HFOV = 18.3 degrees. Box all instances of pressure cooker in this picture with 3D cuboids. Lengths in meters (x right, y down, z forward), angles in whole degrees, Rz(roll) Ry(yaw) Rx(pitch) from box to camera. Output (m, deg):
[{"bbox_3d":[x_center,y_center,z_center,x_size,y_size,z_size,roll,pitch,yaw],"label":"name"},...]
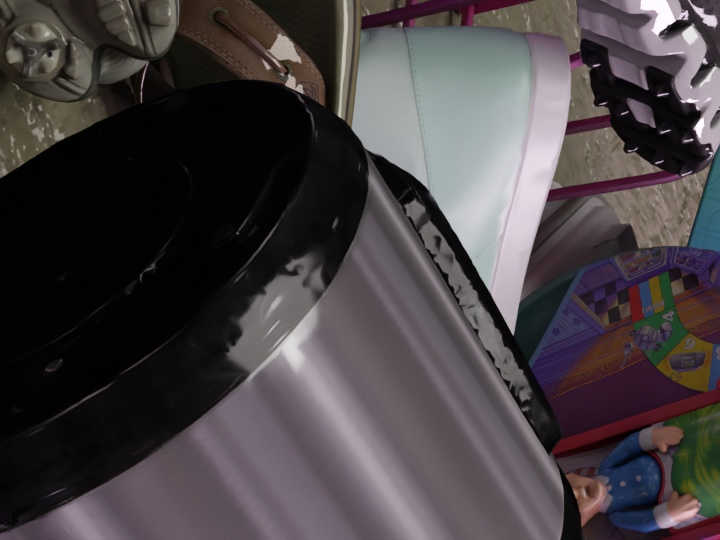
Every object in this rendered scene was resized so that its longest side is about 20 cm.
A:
[{"bbox_3d":[-0.035,0.070,0.621,0.200,0.178,0.176,58,25,-26],"label":"pressure cooker"}]

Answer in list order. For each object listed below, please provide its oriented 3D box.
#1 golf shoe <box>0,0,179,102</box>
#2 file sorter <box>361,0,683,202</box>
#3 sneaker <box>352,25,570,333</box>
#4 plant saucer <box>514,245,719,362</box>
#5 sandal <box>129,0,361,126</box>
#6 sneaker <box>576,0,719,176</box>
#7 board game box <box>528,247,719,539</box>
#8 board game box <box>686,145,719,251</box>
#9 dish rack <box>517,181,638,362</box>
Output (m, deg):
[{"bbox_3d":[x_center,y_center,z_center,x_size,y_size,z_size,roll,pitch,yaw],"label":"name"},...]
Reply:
[{"bbox_3d":[-0.115,-0.152,0.689,0.097,0.078,0.201,-87,159,-75],"label":"golf shoe"},{"bbox_3d":[0.050,-0.126,0.879,0.200,0.139,0.126,41,48,-48],"label":"file sorter"},{"bbox_3d":[0.000,0.000,0.834,0.074,0.118,0.201,-101,-160,-66],"label":"sneaker"},{"bbox_3d":[0.114,0.092,0.852,0.036,0.200,0.201,25,59,-53],"label":"plant saucer"},{"bbox_3d":[-0.042,-0.059,0.751,0.057,0.080,0.202,6,76,-62],"label":"sandal"},{"bbox_3d":[0.105,-0.128,0.766,0.091,0.066,0.200,-45,138,-17],"label":"sneaker"},{"bbox_3d":[0.098,0.085,0.817,0.039,0.158,0.200,23,97,-53],"label":"board game box"},{"bbox_3d":[0.158,0.049,0.955,0.152,0.045,0.201,16,91,-71],"label":"board game box"},{"bbox_3d":[0.095,0.059,0.994,0.200,0.043,0.172,-40,115,-58],"label":"dish rack"}]
